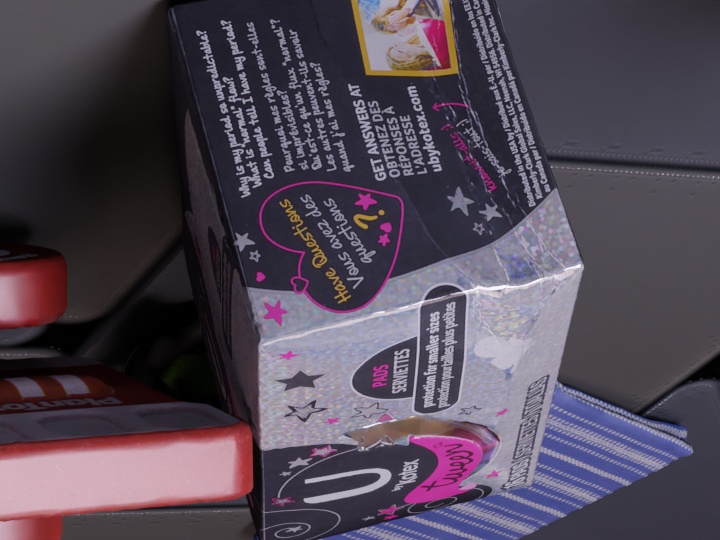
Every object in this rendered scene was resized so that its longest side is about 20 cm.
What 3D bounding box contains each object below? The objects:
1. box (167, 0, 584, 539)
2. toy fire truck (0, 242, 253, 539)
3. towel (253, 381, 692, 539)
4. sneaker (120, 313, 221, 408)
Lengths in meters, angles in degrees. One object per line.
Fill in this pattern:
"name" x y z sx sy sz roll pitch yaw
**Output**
"box" 0.000 0.000 0.906 0.114 0.133 0.200 -13 156 -7
"toy fire truck" -0.155 0.055 0.876 0.199 0.113 0.168 -1 -173 -29
"towel" 0.058 0.112 1.332 0.199 0.024 0.144 -30 150 28
"sneaker" -0.013 0.045 1.070 0.198 0.074 0.088 -6 162 -7
